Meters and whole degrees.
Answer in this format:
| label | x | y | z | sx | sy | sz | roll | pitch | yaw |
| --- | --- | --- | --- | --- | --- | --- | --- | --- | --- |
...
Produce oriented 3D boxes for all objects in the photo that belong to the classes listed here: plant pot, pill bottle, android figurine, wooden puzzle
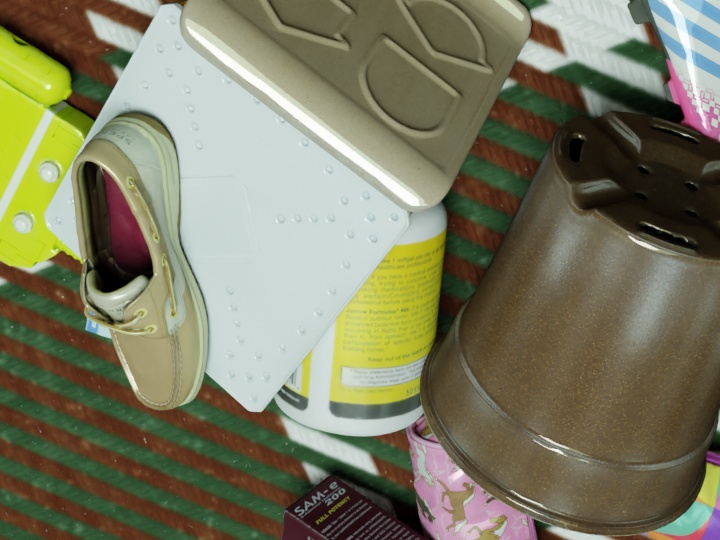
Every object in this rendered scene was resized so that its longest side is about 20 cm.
| label | x | y | z | sx | sy | sz | roll | pitch | yaw |
| --- | --- | --- | --- | --- | --- | --- | --- | --- | --- |
| plant pot | 0.159 | 0.024 | 0.849 | 0.199 | 0.201 | 0.199 | 19 | 126 | 0 |
| pill bottle | 0.000 | 0.000 | 0.931 | 0.113 | 0.114 | 0.202 | 7 | 113 | 5 |
| android figurine | -0.265 | -0.081 | 0.975 | 0.199 | 0.041 | 0.183 | 34 | 112 | -2 |
| wooden puzzle | 0.001 | -0.146 | 0.845 | 0.185 | 0.201 | 0.046 | 36 | 139 | -7 |

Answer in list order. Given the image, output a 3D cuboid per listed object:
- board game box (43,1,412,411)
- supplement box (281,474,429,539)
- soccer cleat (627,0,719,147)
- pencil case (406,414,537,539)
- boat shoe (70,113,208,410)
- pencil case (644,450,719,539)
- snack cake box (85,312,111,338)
| label | x | y | z | sx | sy | sz | roll | pitch | yaw |
| --- | --- | --- | --- | --- | --- | --- | --- | --- | --- |
| board game box | -0.088 | -0.037 | 0.872 | 0.200 | 0.026 | 0.200 | 41 | 125 | 4 |
| supplement box | 0.030 | 0.251 | 0.999 | 0.199 | 0.061 | 0.110 | 30 | 129 | 26 |
| soccer cleat | 0.231 | -0.137 | 0.865 | 0.086 | 0.070 | 0.201 | -22 | 106 | 20 |
| pencil case | 0.092 | 0.192 | 1.012 | 0.082 | 0.086 | 0.202 | -20 | 112 | -22 |
| boat shoe | -0.148 | 0.005 | 0.865 | 0.073 | 0.066 | 0.202 | 3 | 114 | 26 |
| pencil case | 0.281 | 0.178 | 0.978 | 0.198 | 0.089 | 0.089 | 22 | 113 | -2 |
| snack cake box | -0.113 | -0.039 | 0.956 | 0.114 | 0.067 | 0.202 | 17 | 113 | 4 |
